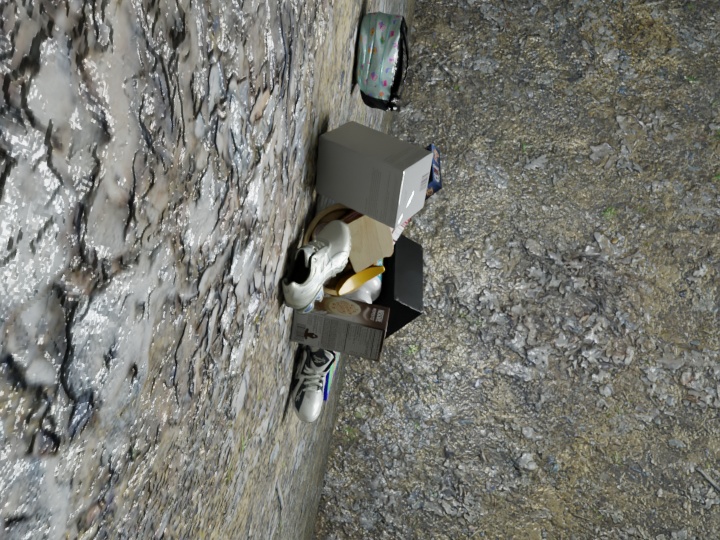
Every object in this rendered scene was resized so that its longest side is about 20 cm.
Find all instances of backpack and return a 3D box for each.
[{"bbox_3d":[0.052,-0.513,1.357,0.169,0.122,0.204,-92,-173,-50],"label":"backpack"}]

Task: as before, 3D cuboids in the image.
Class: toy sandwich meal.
[{"bbox_3d":[-0.022,-0.042,1.136,0.070,0.200,0.212,20,-80,59],"label":"toy sandwich meal"}]

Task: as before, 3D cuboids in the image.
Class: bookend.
[{"bbox_3d":[0.063,0.049,1.408,0.199,0.090,0.203,-40,-145,42],"label":"bookend"}]

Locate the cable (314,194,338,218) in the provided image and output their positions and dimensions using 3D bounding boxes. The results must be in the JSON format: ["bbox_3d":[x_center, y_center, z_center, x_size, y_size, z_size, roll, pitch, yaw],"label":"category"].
[{"bbox_3d":[-0.060,-0.102,1.251,0.201,0.067,0.206,87,14,-74],"label":"cable"}]

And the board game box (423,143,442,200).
[{"bbox_3d":[0.110,-0.198,1.355,0.198,0.034,0.138,-35,-144,35],"label":"board game box"}]

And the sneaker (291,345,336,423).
[{"bbox_3d":[-0.107,0.237,1.297,0.131,0.077,0.203,114,-9,-54],"label":"sneaker"}]

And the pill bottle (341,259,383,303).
[{"bbox_3d":[0.000,0.000,1.336,0.112,0.107,0.205,96,1,-55],"label":"pill bottle"}]

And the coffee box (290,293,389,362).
[{"bbox_3d":[-0.041,0.116,1.206,0.115,0.194,0.082,-69,170,-68],"label":"coffee box"}]

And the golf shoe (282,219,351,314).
[{"bbox_3d":[-0.078,-0.023,1.021,0.204,0.076,0.098,-64,156,-25],"label":"golf shoe"}]

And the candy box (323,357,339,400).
[{"bbox_3d":[-0.099,0.230,1.568,0.201,0.075,0.174,-74,173,-63],"label":"candy box"}]

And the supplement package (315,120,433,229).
[{"bbox_3d":[0.023,-0.191,1.092,0.119,0.197,0.124,-37,145,-44],"label":"supplement package"}]

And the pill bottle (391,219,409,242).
[{"bbox_3d":[0.051,-0.124,1.242,0.203,0.111,0.113,-57,178,6],"label":"pill bottle"}]
